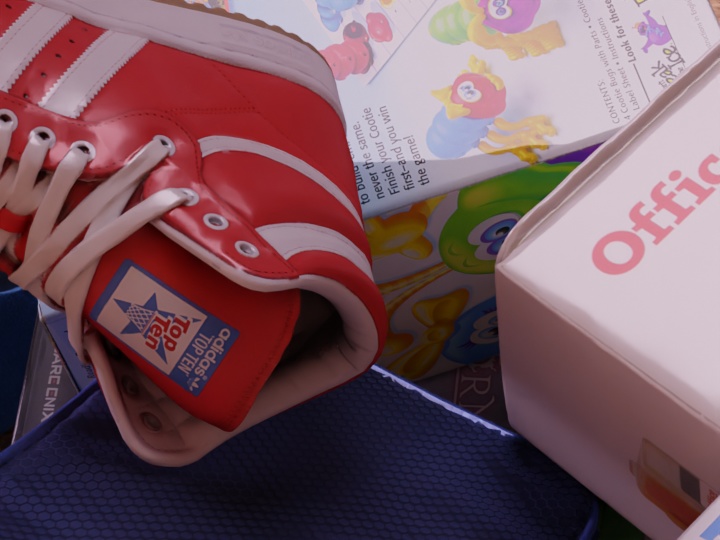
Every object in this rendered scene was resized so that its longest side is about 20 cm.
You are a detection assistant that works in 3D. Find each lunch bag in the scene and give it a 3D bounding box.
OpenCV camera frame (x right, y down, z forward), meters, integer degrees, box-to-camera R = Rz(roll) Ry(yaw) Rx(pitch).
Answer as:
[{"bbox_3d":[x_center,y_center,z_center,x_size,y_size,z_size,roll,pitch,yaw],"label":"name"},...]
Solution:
[{"bbox_3d":[-0.039,0.116,0.652,0.136,0.132,0.200,27,29,14],"label":"lunch bag"}]

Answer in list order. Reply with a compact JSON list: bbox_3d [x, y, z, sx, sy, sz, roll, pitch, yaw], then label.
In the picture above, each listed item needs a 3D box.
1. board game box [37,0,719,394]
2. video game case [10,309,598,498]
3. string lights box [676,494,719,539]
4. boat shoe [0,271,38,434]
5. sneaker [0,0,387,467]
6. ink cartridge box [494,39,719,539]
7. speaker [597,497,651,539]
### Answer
[{"bbox_3d":[0.003,-0.033,0.763,0.200,0.103,0.105,-18,60,-1],"label":"board game box"},{"bbox_3d":[0.000,0.000,0.815,0.200,0.019,0.143,1,61,11],"label":"video game case"},{"bbox_3d":[0.058,0.146,0.545,0.103,0.059,0.200,27,58,37],"label":"string lights box"},{"bbox_3d":[-0.164,0.037,0.966,0.069,0.084,0.200,2,2,26],"label":"boat shoe"},{"bbox_3d":[-0.083,-0.017,0.617,0.200,0.071,0.113,6,45,-27],"label":"sneaker"},{"bbox_3d":[0.153,0.029,0.643,0.200,0.083,0.145,38,66,27],"label":"ink cartridge box"},{"bbox_3d":[0.018,0.074,0.829,0.200,0.089,0.088,5,21,12],"label":"speaker"}]
